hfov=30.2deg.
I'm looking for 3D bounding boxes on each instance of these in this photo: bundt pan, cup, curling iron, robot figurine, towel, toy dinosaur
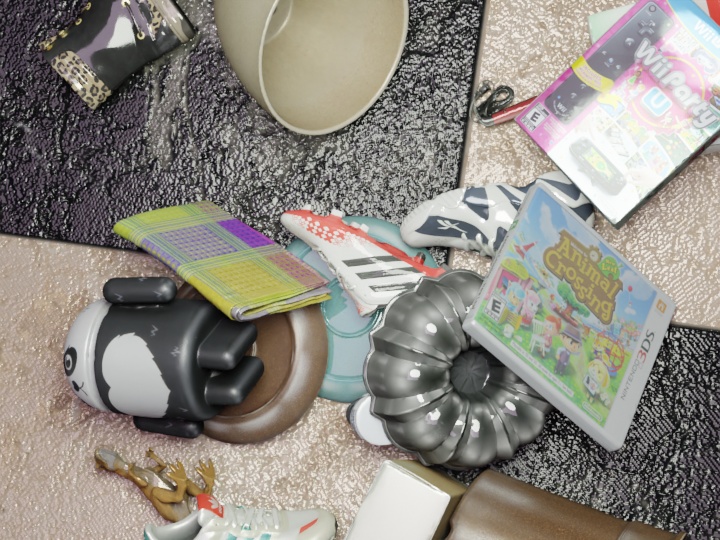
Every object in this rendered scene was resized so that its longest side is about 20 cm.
[{"bbox_3d":[0.108,0.098,1.285,0.202,0.076,0.202,0,91,-14],"label":"bundt pan"},{"bbox_3d":[-0.071,-0.259,1.383,0.143,0.200,0.200,32,89,37],"label":"cup"},{"bbox_3d":[0.209,-0.195,1.392,0.200,0.026,0.050,-15,84,8],"label":"curling iron"},{"bbox_3d":[-0.202,0.089,1.342,0.200,0.125,0.150,3,80,20],"label":"robot figurine"},{"bbox_3d":[-0.140,-0.011,1.357,0.200,0.144,0.023,33,121,31],"label":"towel"},{"bbox_3d":[-0.194,0.248,1.406,0.200,0.060,0.106,47,125,8],"label":"toy dinosaur"}]

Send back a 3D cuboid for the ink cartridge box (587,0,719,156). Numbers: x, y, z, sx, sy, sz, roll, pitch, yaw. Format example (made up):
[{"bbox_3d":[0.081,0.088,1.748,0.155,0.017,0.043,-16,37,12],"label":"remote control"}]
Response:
[{"bbox_3d":[0.341,-0.199,1.329,0.200,0.050,0.161,-14,82,16],"label":"ink cartridge box"}]

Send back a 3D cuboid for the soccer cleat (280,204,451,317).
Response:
[{"bbox_3d":[0.000,0.000,1.360,0.200,0.069,0.085,26,84,8],"label":"soccer cleat"}]

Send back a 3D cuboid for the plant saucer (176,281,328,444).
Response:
[{"bbox_3d":[-0.131,0.082,1.401,0.200,0.032,0.201,-2,84,19],"label":"plant saucer"}]

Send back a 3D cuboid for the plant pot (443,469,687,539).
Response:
[{"bbox_3d":[0.178,0.298,1.263,0.198,0.200,0.200,23,88,21],"label":"plant pot"}]

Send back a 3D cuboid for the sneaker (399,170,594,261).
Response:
[{"bbox_3d":[0.146,-0.018,1.354,0.199,0.080,0.130,-10,73,-1],"label":"sneaker"}]

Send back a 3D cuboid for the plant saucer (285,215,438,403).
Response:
[{"bbox_3d":[-0.009,0.039,1.404,0.200,0.027,0.200,-1,83,9],"label":"plant saucer"}]

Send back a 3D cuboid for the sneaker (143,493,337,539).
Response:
[{"bbox_3d":[-0.124,0.266,1.346,0.200,0.070,0.094,-16,112,-3],"label":"sneaker"}]

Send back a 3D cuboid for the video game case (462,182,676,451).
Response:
[{"bbox_3d":[0.206,0.043,1.277,0.200,0.022,0.182,39,57,-16],"label":"video game case"}]

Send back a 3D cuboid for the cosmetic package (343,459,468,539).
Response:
[{"bbox_3d":[0.048,0.241,1.279,0.071,0.200,0.105,27,90,13],"label":"cosmetic package"}]

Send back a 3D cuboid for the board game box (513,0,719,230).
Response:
[{"bbox_3d":[0.272,-0.161,1.291,0.200,0.064,0.148,-43,77,7],"label":"board game box"}]

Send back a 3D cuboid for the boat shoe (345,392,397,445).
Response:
[{"bbox_3d":[0.084,0.137,1.353,0.200,0.068,0.072,-10,94,-13],"label":"boat shoe"}]

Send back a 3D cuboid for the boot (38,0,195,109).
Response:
[{"bbox_3d":[-0.295,-0.290,1.476,0.151,0.073,0.200,-41,83,3],"label":"boot"}]
